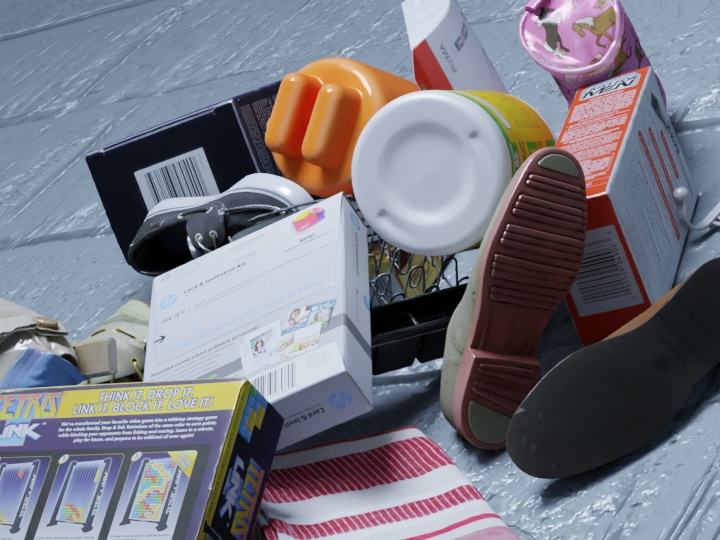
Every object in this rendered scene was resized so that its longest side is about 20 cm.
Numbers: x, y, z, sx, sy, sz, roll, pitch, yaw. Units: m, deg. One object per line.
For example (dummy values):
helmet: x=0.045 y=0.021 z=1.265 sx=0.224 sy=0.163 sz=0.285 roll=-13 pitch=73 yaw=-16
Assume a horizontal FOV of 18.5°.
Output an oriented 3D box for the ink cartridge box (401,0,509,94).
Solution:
ink cartridge box: x=0.093 y=-0.129 z=1.769 sx=0.057 sy=0.163 sz=0.200 roll=-29 pitch=22 yaw=6

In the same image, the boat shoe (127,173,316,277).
boat shoe: x=-0.115 y=-0.027 z=1.753 sx=0.200 sy=0.070 sz=0.066 roll=-3 pitch=40 yaw=45

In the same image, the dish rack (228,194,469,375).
dish rack: x=0.000 y=0.000 z=1.601 sx=0.153 sy=0.055 sz=0.200 roll=-13 pitch=41 yaw=-24

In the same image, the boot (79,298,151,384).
boot: x=-0.197 y=0.094 z=1.709 sx=0.155 sy=0.072 sz=0.200 roll=-34 pitch=20 yaw=-17

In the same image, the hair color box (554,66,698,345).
hair color box: x=0.181 y=-0.048 z=1.560 sx=0.064 sy=0.111 sz=0.200 roll=-14 pitch=24 yaw=25

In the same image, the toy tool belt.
toy tool belt: x=-0.255 y=0.127 z=1.617 sx=0.123 sy=0.200 sz=0.125 roll=20 pitch=1 yaw=25

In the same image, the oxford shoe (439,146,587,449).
oxford shoe: x=0.090 y=0.013 z=1.451 sx=0.074 sy=0.071 sz=0.200 roll=23 pitch=95 yaw=64

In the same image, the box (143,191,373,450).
box: x=-0.069 y=0.046 z=1.471 sx=0.156 sy=0.041 sz=0.200 roll=-24 pitch=34 yaw=15

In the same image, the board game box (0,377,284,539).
board game box: x=-0.160 y=0.152 z=1.350 sx=0.200 sy=0.057 sz=0.165 roll=-4 pitch=54 yaw=30

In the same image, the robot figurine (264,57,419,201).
robot figurine: x=0.003 y=-0.110 z=1.824 sx=0.144 sy=0.117 sz=0.200 roll=-26 pitch=-21 yaw=28

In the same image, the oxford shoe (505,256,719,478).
oxford shoe: x=0.170 y=0.070 z=1.396 sx=0.200 sy=0.071 sz=0.071 roll=-34 pitch=-5 yaw=-18

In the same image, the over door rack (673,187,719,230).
over door rack: x=0.332 y=-0.090 z=1.549 sx=0.200 sy=0.067 sz=0.148 roll=-35 pitch=24 yaw=-21

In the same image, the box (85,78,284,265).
box: x=-0.125 y=-0.091 z=1.929 sx=0.148 sy=0.104 sz=0.200 roll=-19 pitch=6 yaw=18

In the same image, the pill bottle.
pill bottle: x=0.078 y=-0.071 z=1.553 sx=0.111 sy=0.111 sz=0.200 roll=-17 pitch=-2 yaw=21

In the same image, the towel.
towel: x=0.004 y=0.147 z=1.366 sx=0.144 sy=0.023 sz=0.200 roll=-10 pitch=21 yaw=-16

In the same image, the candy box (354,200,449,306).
candy box: x=-0.031 y=-0.002 z=1.764 sx=0.200 sy=0.056 sz=0.117 roll=-14 pitch=26 yaw=31

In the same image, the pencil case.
pencil case: x=0.181 y=-0.158 z=1.710 sx=0.086 sy=0.083 sz=0.200 roll=1 pitch=-14 yaw=17

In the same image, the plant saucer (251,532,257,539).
plant saucer: x=-0.144 y=0.209 z=1.422 sx=0.200 sy=0.051 sz=0.201 roll=-23 pitch=21 yaw=9
